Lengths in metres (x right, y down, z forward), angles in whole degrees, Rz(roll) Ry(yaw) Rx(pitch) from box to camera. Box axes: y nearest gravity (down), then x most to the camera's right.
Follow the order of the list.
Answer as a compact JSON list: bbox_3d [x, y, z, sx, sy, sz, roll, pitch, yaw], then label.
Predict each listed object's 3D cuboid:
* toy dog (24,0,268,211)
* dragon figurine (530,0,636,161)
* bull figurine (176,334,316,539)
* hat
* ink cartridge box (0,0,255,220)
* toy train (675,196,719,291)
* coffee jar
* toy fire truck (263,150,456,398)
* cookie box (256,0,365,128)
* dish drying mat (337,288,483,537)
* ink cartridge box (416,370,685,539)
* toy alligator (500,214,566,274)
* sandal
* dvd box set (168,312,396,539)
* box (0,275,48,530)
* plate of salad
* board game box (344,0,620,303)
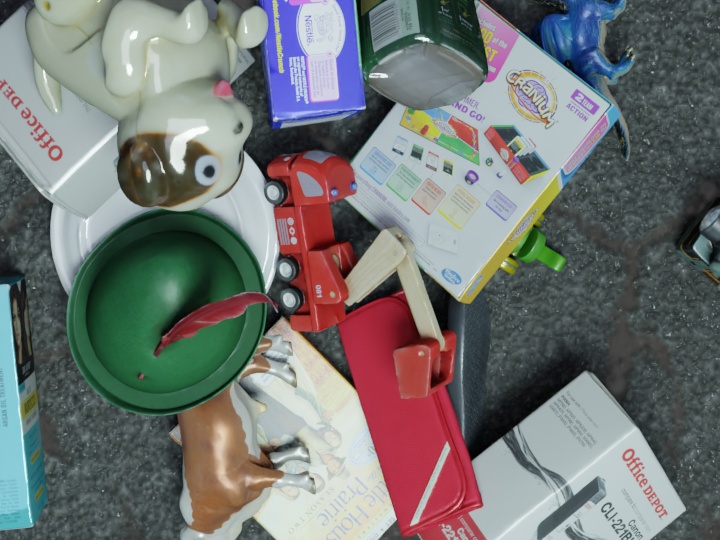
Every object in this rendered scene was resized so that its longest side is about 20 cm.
[{"bbox_3d":[-0.155,-0.138,0.892,0.193,0.139,0.201,-38,76,22],"label":"toy dog"},{"bbox_3d":[0.179,-0.191,1.077,0.098,0.059,0.203,-7,95,-3],"label":"dragon figurine"},{"bbox_3d":[-0.104,0.145,1.054,0.120,0.065,0.203,-10,96,-4],"label":"bull figurine"},{"bbox_3d":[-0.163,0.016,0.947,0.198,0.176,0.167,-30,78,5],"label":"hat"},{"bbox_3d":[-0.207,-0.164,1.019,0.200,0.085,0.146,-42,73,-1],"label":"ink cartridge box"},{"bbox_3d":[0.363,0.012,1.081,0.199,0.114,0.086,37,91,-7],"label":"toy train"},{"bbox_3d":[0.040,-0.238,1.007,0.085,0.104,0.203,-22,61,34],"label":"coffee jar"},{"bbox_3d":[0.000,0.000,1.031,0.140,0.049,0.203,-1,102,33],"label":"toy fire truck"},{"bbox_3d":[-0.045,-0.203,0.990,0.074,0.200,0.174,-6,96,-4],"label":"cookie box"},{"bbox_3d":[0.039,0.116,1.056,0.076,0.018,0.202,-26,64,16],"label":"dish drying mat"},{"bbox_3d":[0.161,0.204,1.068,0.199,0.084,0.145,-39,131,-1],"label":"ink cartridge box"},{"bbox_3d":[0.096,-0.053,1.085,0.199,0.054,0.060,31,92,-6],"label":"toy alligator"},{"bbox_3d":[0.080,0.107,1.093,0.042,0.076,0.203,4,95,23],"label":"sandal"},{"bbox_3d":[-0.049,0.160,1.106,0.146,0.029,0.200,-44,96,0],"label":"dvd box set"},{"bbox_3d":[-0.302,0.109,1.058,0.048,0.082,0.203,-5,96,-5],"label":"box"},{"bbox_3d":[-0.165,-0.030,1.073,0.197,0.048,0.203,1,97,4],"label":"plate of salad"},{"bbox_3d":[0.093,-0.098,1.040,0.153,0.040,0.201,42,99,19],"label":"board game box"}]
